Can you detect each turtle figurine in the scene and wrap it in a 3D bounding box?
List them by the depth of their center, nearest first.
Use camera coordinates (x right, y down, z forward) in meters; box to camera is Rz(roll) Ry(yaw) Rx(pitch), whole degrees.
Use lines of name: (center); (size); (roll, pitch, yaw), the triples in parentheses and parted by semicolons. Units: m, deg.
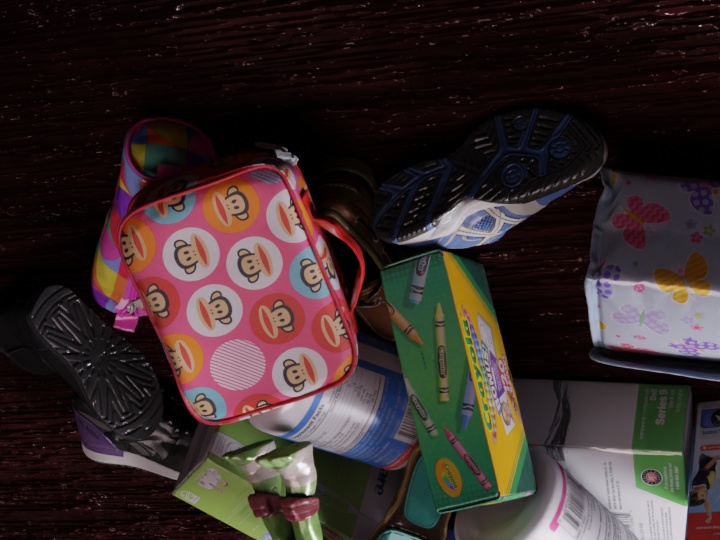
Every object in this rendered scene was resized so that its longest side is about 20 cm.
turtle figurine: (-0.082, 0.254, 1.304); (0.198, 0.144, 0.196); (-14, 94, -1)

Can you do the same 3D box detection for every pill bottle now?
pill bottle: (0.184, 0.256, 1.343); (0.113, 0.114, 0.200); (-25, 124, 37)
pill bottle: (-0.037, 0.099, 1.348); (0.198, 0.113, 0.112); (21, 140, -27)

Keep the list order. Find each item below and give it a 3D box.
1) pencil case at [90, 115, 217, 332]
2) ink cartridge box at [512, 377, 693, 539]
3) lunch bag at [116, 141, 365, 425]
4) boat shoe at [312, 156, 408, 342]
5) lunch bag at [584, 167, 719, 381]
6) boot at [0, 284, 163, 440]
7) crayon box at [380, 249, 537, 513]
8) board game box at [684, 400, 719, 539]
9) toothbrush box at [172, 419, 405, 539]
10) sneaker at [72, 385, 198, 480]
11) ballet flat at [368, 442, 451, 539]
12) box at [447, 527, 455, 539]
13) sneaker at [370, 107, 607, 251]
pencil case: (-0.180, -0.039, 1.306); (0.087, 0.089, 0.201); (20, 137, -3)
ink cartridge box: (0.204, 0.175, 1.399); (0.197, 0.085, 0.147); (2, 137, 17)
lunch bag: (-0.083, 0.008, 1.203); (0.174, 0.082, 0.202); (-18, 107, 5)
boat shoe: (0.000, 0.000, 1.296); (0.071, 0.068, 0.201); (-6, 133, 23)
lunch bag: (0.264, 0.019, 1.183); (0.167, 0.129, 0.200); (7, 157, 13)
boot: (-0.274, 0.088, 1.422); (0.166, 0.066, 0.199); (55, 152, -12)
crayon box: (0.081, 0.091, 1.242); (0.058, 0.202, 0.119); (-16, 169, 19)
board game box: (0.377, 0.193, 1.277); (0.198, 0.197, 0.056); (-8, 133, 26)
toothbrush box: (-0.059, 0.184, 1.452); (0.199, 0.147, 0.086); (29, 138, -14)
sneaker: (-0.199, 0.154, 1.526); (0.197, 0.076, 0.088); (3, 130, 16)
ballet flat: (0.055, 0.219, 1.360); (0.068, 0.063, 0.201); (27, 122, 5)
box: (0.101, 0.300, 1.558); (0.198, 0.033, 0.122); (-13, 147, 6)
sneaker: (0.106, -0.068, 1.201); (0.198, 0.077, 0.077); (-18, 155, 30)
